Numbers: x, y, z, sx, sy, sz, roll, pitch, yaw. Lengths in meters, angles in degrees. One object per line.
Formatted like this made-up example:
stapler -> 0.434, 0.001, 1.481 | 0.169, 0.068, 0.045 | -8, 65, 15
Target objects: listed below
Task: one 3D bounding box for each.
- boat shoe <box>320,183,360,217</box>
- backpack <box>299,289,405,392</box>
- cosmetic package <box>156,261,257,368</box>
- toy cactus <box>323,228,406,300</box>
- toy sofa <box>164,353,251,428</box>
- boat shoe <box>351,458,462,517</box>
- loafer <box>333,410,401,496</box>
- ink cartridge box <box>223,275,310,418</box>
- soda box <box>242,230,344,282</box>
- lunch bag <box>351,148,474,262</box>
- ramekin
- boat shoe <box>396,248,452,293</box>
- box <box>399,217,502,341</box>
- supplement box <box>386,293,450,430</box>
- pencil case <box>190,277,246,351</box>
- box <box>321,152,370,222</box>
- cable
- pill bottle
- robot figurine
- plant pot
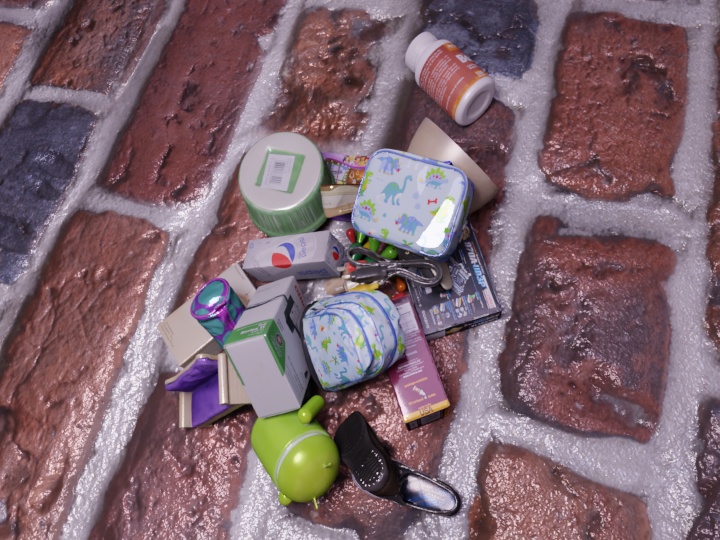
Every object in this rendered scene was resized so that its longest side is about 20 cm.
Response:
boat shoe -> 0.005, -0.135, 1.073 | 0.194, 0.073, 0.069 | -5, 101, -33
backpack -> -0.015, 0.113, 0.890 | 0.196, 0.152, 0.169 | -18, 87, 35
cosmetic package -> -0.285, 0.093, 1.069 | 0.199, 0.073, 0.104 | -40, 68, -7
toy cactus -> 0.000, 0.000, 1.052 | 0.162, 0.102, 0.205 | -28, 65, 13
toy sofa -> -0.268, 0.214, 0.949 | 0.095, 0.198, 0.086 | 9, 61, -37
boat shoe -> 0.075, 0.362, 0.911 | 0.194, 0.067, 0.072 | 18, 71, 15
loafer -> 0.010, 0.311, 0.904 | 0.073, 0.200, 0.072 | -43, 113, 0
ink cartridge box -> -0.142, 0.124, 0.940 | 0.080, 0.150, 0.202 | -16, 24, 14
soda box -> -0.131, -0.025, 1.059 | 0.194, 0.068, 0.066 | -4, 63, 28
lunch bag -> 0.092, -0.117, 0.947 | 0.195, 0.082, 0.166 | 19, 94, 24
ramekin -> -0.150, -0.176, 1.095 | 0.192, 0.098, 0.207 | -3, 69, 7
boat shoe -> 0.102, -0.042, 1.021 | 0.063, 0.073, 0.205 | -39, 73, 26
box -> 0.165, 0.014, 1.045 | 0.154, 0.046, 0.206 | -17, 67, 2
supplement box -> 0.085, 0.164, 0.964 | 0.083, 0.111, 0.205 | -19, 67, 0
pencil case -> -0.222, 0.111, 0.980 | 0.085, 0.203, 0.092 | -40, 41, -15
box -> -0.069, -0.180, 1.160 | 0.193, 0.039, 0.142 | 7, 70, 11
cable -> 0.048, 0.001, 0.977 | 0.192, 0.051, 0.100 | -6, 60, 2
pill bottle -> 0.188, -0.419, 1.175 | 0.111, 0.113, 0.201 | -37, 69, -7
robot figurine -> -0.110, 0.299, 0.912 | 0.198, 0.113, 0.181 | 31, 110, 49
plant pot -> 0.154, -0.172, 1.058 | 0.135, 0.199, 0.201 | -47, 68, 13
